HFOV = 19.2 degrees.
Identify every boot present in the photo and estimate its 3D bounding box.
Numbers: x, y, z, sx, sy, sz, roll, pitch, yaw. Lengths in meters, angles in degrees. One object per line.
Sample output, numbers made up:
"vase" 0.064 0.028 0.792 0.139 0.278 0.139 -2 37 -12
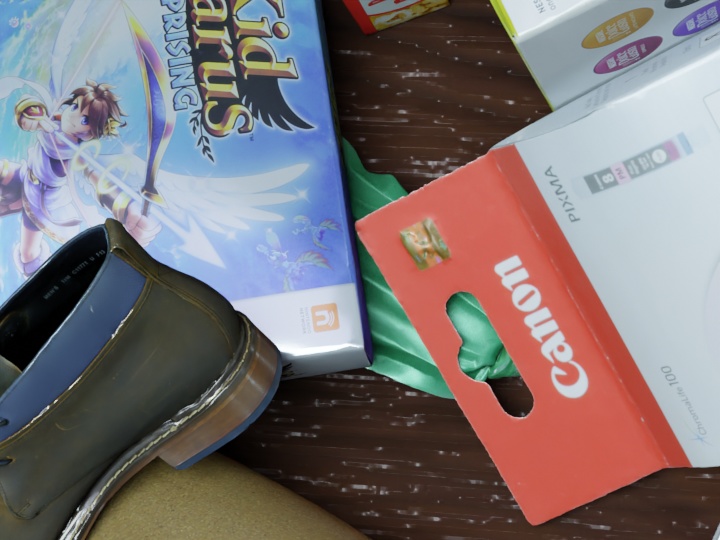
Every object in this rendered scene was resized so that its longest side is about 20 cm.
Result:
"boot" -0.136 0.061 0.824 0.200 0.097 0.075 -38 38 3

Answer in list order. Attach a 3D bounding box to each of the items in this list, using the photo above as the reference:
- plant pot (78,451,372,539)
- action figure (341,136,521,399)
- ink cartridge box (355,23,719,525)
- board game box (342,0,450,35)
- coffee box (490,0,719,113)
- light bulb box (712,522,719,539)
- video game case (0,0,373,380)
"plant pot" -0.068 0.153 0.881 0.186 0.186 0.200 -48 58 2
"action figure" 0.000 0.000 0.942 0.200 0.055 0.118 27 86 11
"ink cartridge box" 0.117 0.009 0.860 0.200 0.057 0.163 -28 101 14
"board game box" -0.018 -0.203 0.904 0.046 0.200 0.152 -19 76 7
"coffee box" 0.120 -0.195 0.870 0.197 0.200 0.200 -27 76 7
"light bulb box" 0.204 0.203 0.822 0.199 0.125 0.199 23 87 15
"video game case" -0.098 -0.045 0.911 0.181 0.045 0.201 -9 77 2
